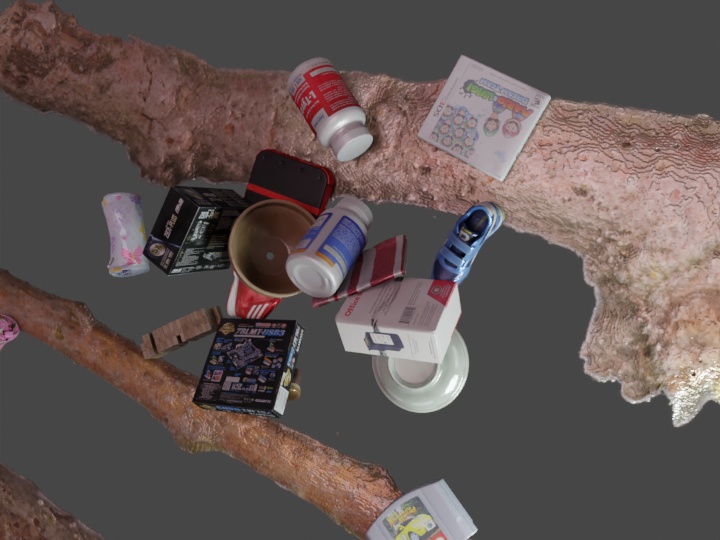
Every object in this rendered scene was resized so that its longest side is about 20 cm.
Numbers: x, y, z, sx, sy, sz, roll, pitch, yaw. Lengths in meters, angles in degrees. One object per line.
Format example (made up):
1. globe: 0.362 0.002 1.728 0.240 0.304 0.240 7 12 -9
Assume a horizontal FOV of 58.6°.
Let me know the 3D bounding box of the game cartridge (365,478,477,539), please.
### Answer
1. game cartridge: 0.109 0.502 1.247 0.200 0.041 0.133 -41 69 14

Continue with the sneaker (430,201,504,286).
1. sneaker: 0.194 -0.050 1.226 0.074 0.082 0.200 35 101 18

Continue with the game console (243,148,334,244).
1. game console: -0.164 -0.161 1.404 0.199 0.031 0.178 22 100 22

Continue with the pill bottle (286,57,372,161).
1. pill bottle: -0.060 -0.330 1.326 0.112 0.112 0.200 -36 75 15

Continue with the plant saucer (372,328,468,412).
1. plant saucer: 0.110 0.180 1.260 0.199 0.050 0.201 -1 86 21

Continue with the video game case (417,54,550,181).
1. video game case: 0.238 -0.300 1.257 0.200 0.024 0.182 32 98 20

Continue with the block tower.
1. block tower: -0.406 0.141 1.459 0.199 0.058 0.054 -24 79 17

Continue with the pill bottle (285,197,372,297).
1. pill bottle: -0.053 -0.052 1.262 0.112 0.112 0.200 16 49 21

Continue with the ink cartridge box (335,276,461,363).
1. ink cartridge box: 0.074 0.087 1.218 0.199 0.145 0.085 4 129 25

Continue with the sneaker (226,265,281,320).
1. sneaker: -0.217 0.015 1.395 0.115 0.078 0.201 13 103 13

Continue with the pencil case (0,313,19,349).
1. pencil case: -0.974 0.204 1.662 0.083 0.087 0.200 42 104 -14

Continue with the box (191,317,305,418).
1. box: -0.233 0.198 1.344 0.199 0.050 0.199 0 58 23

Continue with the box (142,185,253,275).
1. box: -0.336 -0.085 1.359 0.086 0.200 0.164 36 109 19

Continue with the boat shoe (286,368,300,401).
1. boat shoe: -0.217 0.244 1.380 0.199 0.072 0.072 -12 53 24

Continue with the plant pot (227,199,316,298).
1. plant pot: -0.178 -0.039 1.328 0.200 0.093 0.202 3 80 -20

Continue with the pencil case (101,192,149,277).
1. pencil case: -0.555 -0.083 1.516 0.090 0.083 0.201 -8 82 -2

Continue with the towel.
1. towel: 0.000 0.000 1.274 0.199 0.144 0.023 -22 117 18
